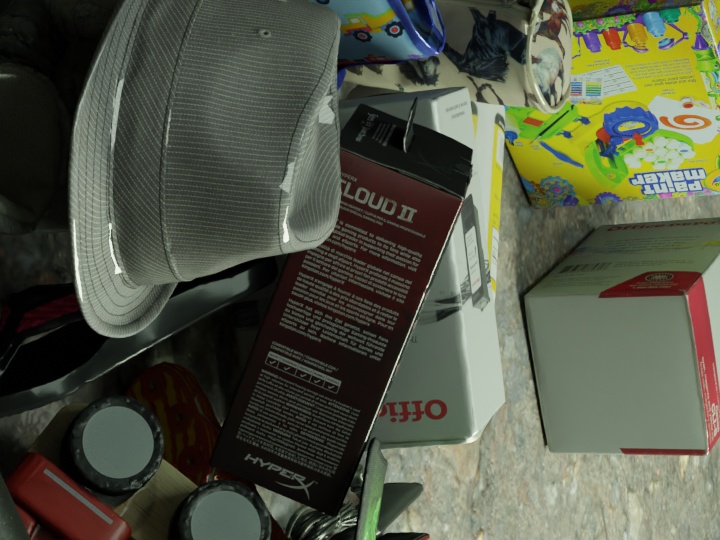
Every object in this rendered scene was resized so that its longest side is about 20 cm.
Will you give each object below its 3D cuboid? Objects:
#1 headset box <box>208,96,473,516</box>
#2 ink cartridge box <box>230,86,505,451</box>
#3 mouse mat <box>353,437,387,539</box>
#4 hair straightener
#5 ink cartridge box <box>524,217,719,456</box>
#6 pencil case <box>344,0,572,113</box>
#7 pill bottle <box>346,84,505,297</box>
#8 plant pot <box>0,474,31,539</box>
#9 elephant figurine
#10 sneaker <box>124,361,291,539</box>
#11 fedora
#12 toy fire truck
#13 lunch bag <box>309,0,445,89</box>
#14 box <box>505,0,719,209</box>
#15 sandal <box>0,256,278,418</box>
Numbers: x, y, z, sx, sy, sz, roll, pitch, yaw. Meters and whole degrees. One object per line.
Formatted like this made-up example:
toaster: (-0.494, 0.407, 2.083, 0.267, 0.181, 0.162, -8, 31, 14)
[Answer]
headset box: (-0.003, 0.006, 0.968, 0.149, 0.074, 0.202, -68, 180, -75)
ink cartridge box: (0.000, 0.000, 1.093, 0.083, 0.144, 0.202, -31, 116, -70)
mouse mat: (-0.001, 0.178, 0.994, 0.200, 0.007, 0.163, 79, 20, -80)
hair straightener: (-0.016, 0.164, 1.174, 0.199, 0.041, 0.078, -15, 100, -57)
ink cartridge box: (0.248, 0.052, 1.553, 0.200, 0.144, 0.146, -37, 119, -56)
pencil case: (0.036, -0.155, 1.140, 0.078, 0.198, 0.090, -57, 148, -37)
pill bottle: (0.037, -0.019, 1.204, 0.111, 0.110, 0.202, 28, 63, -58)
plant pot: (-0.211, 0.136, 0.592, 0.199, 0.198, 0.179, -13, 100, -46)
elephant figurine: (-0.191, -0.061, 0.798, 0.200, 0.155, 0.142, -34, 156, -46)
sneaker: (-0.076, 0.146, 0.992, 0.077, 0.073, 0.202, -6, 73, -65)
fedora: (-0.055, -0.059, 0.814, 0.200, 0.089, 0.178, -66, 162, -61)
toy fire truck: (-0.129, 0.191, 0.869, 0.176, 0.129, 0.201, 38, 63, -4)
lunch bag: (-0.049, -0.177, 1.019, 0.201, 0.149, 0.095, 62, 37, -38)
box: (0.212, -0.163, 1.450, 0.193, 0.198, 0.123, 63, 36, -38)
sandal: (-0.130, 0.019, 0.887, 0.199, 0.075, 0.045, -28, 112, -32)
